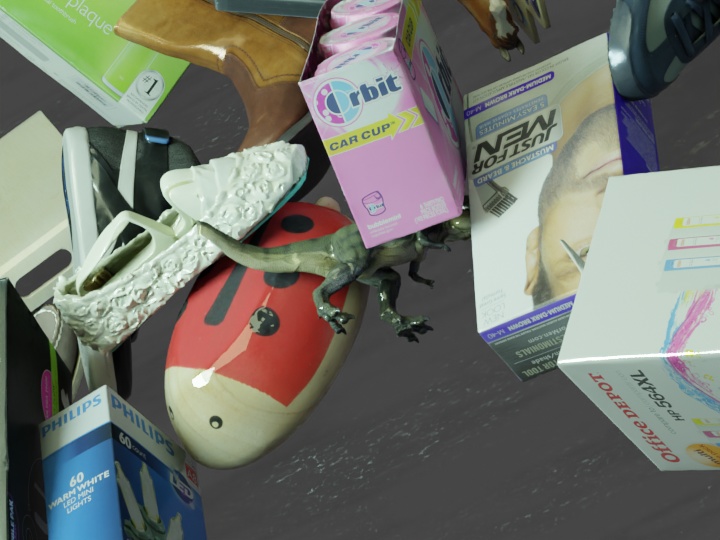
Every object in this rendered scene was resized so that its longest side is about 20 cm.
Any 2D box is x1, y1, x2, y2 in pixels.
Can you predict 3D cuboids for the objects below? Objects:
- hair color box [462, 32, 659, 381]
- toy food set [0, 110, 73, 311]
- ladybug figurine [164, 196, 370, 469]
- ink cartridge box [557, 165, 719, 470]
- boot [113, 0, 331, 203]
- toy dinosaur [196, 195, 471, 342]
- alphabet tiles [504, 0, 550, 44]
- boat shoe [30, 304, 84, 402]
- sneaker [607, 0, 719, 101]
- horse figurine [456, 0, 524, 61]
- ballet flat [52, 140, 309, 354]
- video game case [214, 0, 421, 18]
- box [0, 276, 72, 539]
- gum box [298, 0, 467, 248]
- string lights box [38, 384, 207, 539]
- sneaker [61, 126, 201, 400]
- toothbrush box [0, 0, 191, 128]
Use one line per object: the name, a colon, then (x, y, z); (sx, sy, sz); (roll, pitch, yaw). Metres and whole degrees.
hair color box: (0.127, -0.041, 1.554); (0.109, 0.065, 0.201); (-23, 46, 23)
toy food set: (-0.258, -0.030, 1.868); (0.143, 0.061, 0.200); (-36, 34, -6)
ladybug figurine: (-0.067, 0.032, 1.648); (0.135, 0.072, 0.201); (2, 58, 41)
ink cartridge box: (0.212, 0.027, 1.374); (0.199, 0.129, 0.126); (-6, 54, 38)
boot: (-0.098, -0.142, 1.770); (0.199, 0.069, 0.189); (28, 75, 26)
toy dinosaur: (0.000, 0.000, 1.599); (0.199, 0.048, 0.089); (-6, 58, -15)
alphabet tiles: (0.075, -0.249, 1.696); (0.006, 0.167, 0.200); (-26, 40, -7)
boat shoe: (-0.258, 0.105, 1.759); (0.072, 0.060, 0.201); (9, 63, 45)
sneaker: (0.224, -0.185, 1.571); (0.082, 0.070, 0.200); (7, 54, 39)
horse figurine: (0.039, -0.231, 1.703); (0.050, 0.133, 0.200); (-38, 39, -22)
ballet flat: (-0.123, -0.024, 1.641); (0.200, 0.072, 0.072); (-42, 40, 12)
video game case: (-0.017, -0.249, 1.808); (0.142, 0.019, 0.201); (5, 44, 7)
box: (-0.262, 0.132, 1.625); (0.124, 0.149, 0.201); (-9, 61, 8)
gum box: (0.019, -0.108, 1.604); (0.066, 0.114, 0.200); (-19, 18, 11)
string lights box: (-0.143, 0.181, 1.564); (0.059, 0.103, 0.201); (-30, 43, 17)
sneaker: (-0.144, -0.008, 1.750); (0.111, 0.073, 0.201); (-4, 76, -12)
toothbrush box: (-0.169, -0.229, 1.882); (0.200, 0.145, 0.086); (-55, 17, -13)
